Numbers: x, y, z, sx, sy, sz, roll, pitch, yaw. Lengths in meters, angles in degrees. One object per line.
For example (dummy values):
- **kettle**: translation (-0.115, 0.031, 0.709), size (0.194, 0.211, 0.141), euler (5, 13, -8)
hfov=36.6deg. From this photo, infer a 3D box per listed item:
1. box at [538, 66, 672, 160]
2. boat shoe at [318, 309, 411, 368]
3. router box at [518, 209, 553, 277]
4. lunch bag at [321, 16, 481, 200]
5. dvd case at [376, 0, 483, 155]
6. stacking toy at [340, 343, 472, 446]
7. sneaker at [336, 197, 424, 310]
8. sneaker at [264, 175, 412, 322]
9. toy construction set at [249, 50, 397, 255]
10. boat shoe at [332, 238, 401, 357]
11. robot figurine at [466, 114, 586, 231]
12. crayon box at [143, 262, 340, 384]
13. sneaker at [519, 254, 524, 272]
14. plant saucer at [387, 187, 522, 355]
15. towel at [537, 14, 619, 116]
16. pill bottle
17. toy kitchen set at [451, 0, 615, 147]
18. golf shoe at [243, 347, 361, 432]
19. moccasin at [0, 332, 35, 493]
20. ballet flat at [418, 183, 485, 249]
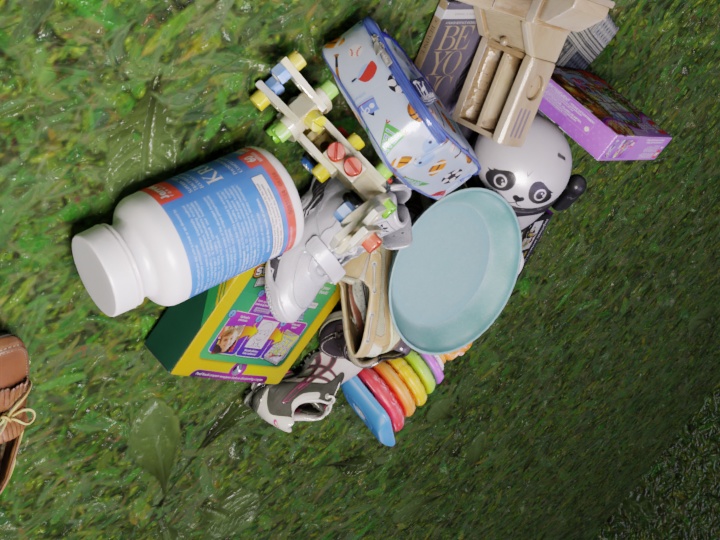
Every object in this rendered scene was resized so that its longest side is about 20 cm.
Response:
- **box**: translation (0.281, -0.188, 1.299), size (0.200, 0.137, 0.039), euler (-10, 141, -57)
- **boat shoe**: translation (0.004, 0.088, 1.346), size (0.072, 0.200, 0.065), euler (33, 62, -26)
- **router box**: translation (0.176, -0.006, 1.550), size (0.149, 0.051, 0.200), euler (-14, 139, -45)
- **lunch bag**: translation (0.041, -0.162, 1.080), size (0.076, 0.160, 0.200), euler (-32, 159, 11)
- **dvd case**: translation (0.107, -0.218, 1.234), size (0.149, 0.016, 0.200), euler (-13, 137, -43)
- **stacking toy**: translation (0.078, 0.144, 1.551), size (0.200, 0.110, 0.116), euler (-35, 152, -12)
- **sneaker**: translation (0.041, -0.018, 1.352), size (0.116, 0.076, 0.200), euler (-55, 179, -37)
- **sneaker**: translation (-0.018, -0.031, 1.143), size (0.075, 0.115, 0.200), euler (50, 57, -47)
- **toy construction set**: translation (-0.024, -0.108, 1.053), size (0.092, 0.200, 0.131), euler (-28, 172, -4)
- **boat shoe**: translation (0.000, 0.000, 1.228), size (0.076, 0.072, 0.200), euler (-13, 94, -48)
- **robot figurine**: translation (0.176, -0.109, 1.315), size (0.150, 0.125, 0.200), euler (-27, 170, -20)
- **crayon box**: translation (-0.120, 0.041, 1.231), size (0.173, 0.058, 0.200), euler (-55, 149, 12)
- **sneaker**: translation (0.114, -0.009, 1.391), size (0.200, 0.082, 0.077), euler (-18, 126, 26)
- **plant saucer**: translation (0.101, -0.002, 1.240), size (0.200, 0.036, 0.200), euler (-17, 119, -33)
- **towel**: translation (0.221, -0.254, 1.308), size (0.193, 0.035, 0.200), euler (-49, 159, 12)
- **pill bottle**: translation (-0.163, -0.034, 1.028), size (0.200, 0.112, 0.112), euler (-27, 146, -30)
- **toy kitchen set**: translation (0.145, -0.214, 1.096), size (0.200, 0.163, 0.181), euler (1, 116, -48)
- **golf shoe**: translation (-0.057, 0.155, 1.428), size (0.200, 0.088, 0.077), euler (-21, 141, -38)
- **moccasin**: translation (-0.353, 0.143, 1.046), size (0.074, 0.078, 0.201), euler (-10, 136, -45)
- **ballet flat**: translation (0.102, -0.084, 1.274), size (0.067, 0.062, 0.200), euler (-22, 129, -2)
